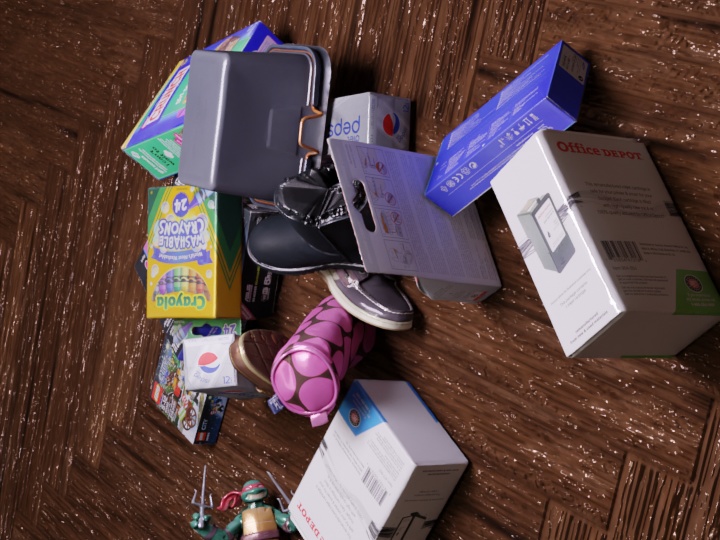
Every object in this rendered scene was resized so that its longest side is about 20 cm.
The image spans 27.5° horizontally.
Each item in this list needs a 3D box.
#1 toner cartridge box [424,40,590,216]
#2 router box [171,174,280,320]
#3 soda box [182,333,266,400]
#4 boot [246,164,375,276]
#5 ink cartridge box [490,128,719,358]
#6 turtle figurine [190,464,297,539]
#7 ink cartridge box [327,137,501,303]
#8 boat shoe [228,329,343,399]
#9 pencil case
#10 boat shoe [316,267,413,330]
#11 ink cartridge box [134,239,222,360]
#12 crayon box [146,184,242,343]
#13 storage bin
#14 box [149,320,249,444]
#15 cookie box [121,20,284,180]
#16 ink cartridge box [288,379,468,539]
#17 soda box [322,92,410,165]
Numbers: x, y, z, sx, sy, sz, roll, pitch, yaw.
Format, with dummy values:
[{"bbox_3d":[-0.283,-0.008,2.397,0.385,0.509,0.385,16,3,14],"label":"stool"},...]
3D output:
[{"bbox_3d":[0.150,-0.144,1.522,0.200,0.043,0.095,-38,22,44],"label":"toner cartridge box"},{"bbox_3d":[-0.181,-0.039,1.939,0.200,0.062,0.150,30,116,47],"label":"router box"},{"bbox_3d":[-0.148,0.119,1.797,0.068,0.200,0.064,-7,80,15],"label":"soda box"},{"bbox_3d":[-0.061,-0.057,1.634,0.200,0.168,0.077,4,68,23],"label":"boot"},{"bbox_3d":[0.228,-0.024,1.365,0.084,0.145,0.200,-47,52,41],"label":"ink cartridge box"},{"bbox_3d":[-0.124,0.330,1.837,0.149,0.101,0.200,-17,71,8],"label":"turtle figurine"},{"bbox_3d":[0.048,-0.049,1.553,0.050,0.200,0.163,-38,59,41],"label":"ink cartridge box"},{"bbox_3d":[-0.096,0.123,1.721,0.067,0.200,0.072,-22,65,24],"label":"boat shoe"},{"bbox_3d":[-0.038,0.098,1.674,0.091,0.200,0.094,-25,100,23],"label":"pencil case"},{"bbox_3d":[0.000,0.000,1.718,0.200,0.072,0.065,46,124,47],"label":"boat shoe"},{"bbox_3d":[-0.236,0.046,1.947,0.200,0.037,0.095,60,141,21],"label":"ink cartridge box"},{"bbox_3d":[-0.210,-0.007,1.856,0.126,0.052,0.201,-2,88,39],"label":"crayon box"},{"bbox_3d":[-0.125,-0.168,1.710,0.145,0.134,0.201,16,102,51],"label":"storage bin"},{"bbox_3d":[-0.222,0.118,2.019,0.137,0.038,0.200,35,115,47],"label":"box"},{"bbox_3d":[-0.198,-0.218,1.918,0.200,0.075,0.171,-15,40,50],"label":"cookie box"},{"bbox_3d":[0.016,0.245,1.667,0.146,0.084,0.200,52,126,41],"label":"ink cartridge box"},{"bbox_3d":[-0.027,-0.166,1.756,0.200,0.063,0.068,-1,86,52],"label":"soda box"}]
